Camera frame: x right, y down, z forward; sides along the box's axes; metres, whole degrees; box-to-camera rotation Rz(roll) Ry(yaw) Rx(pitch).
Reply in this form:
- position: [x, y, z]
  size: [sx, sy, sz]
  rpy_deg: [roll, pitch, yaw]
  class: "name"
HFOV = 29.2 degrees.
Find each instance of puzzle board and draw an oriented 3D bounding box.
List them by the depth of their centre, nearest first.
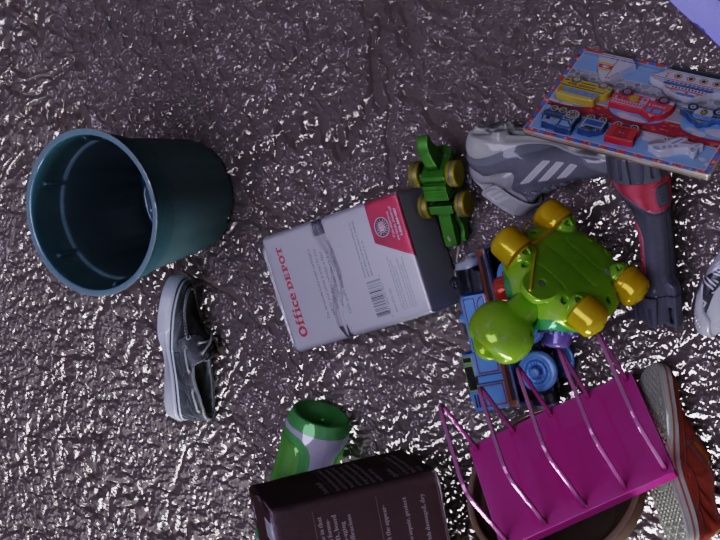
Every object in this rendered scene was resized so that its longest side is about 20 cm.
- position: [0.288, -0.167, 1.416]
  size: [0.200, 0.151, 0.017]
  rpy_deg: [18, 142, 26]
  class: "puzzle board"

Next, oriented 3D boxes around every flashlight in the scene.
- position: [0.298, -0.040, 1.447]
  size: [0.068, 0.068, 0.200]
  rpy_deg: [-3, 119, 15]
  class: "flashlight"

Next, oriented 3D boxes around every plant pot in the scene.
- position: [0.226, 0.254, 1.525]
  size: [0.200, 0.093, 0.201]
  rpy_deg: [-18, 47, 20]
  class: "plant pot"
- position: [-0.272, -0.082, 1.717]
  size: [0.200, 0.196, 0.201]
  rpy_deg: [6, 102, 30]
  class: "plant pot"

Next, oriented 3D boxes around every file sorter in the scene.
- position: [0.200, 0.174, 1.451]
  size: [0.200, 0.125, 0.139]
  rpy_deg: [-27, 45, 11]
  class: "file sorter"

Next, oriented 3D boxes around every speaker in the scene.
- position: [-0.074, 0.267, 1.730]
  size: [0.088, 0.088, 0.200]
  rpy_deg: [24, 110, 24]
  class: "speaker"

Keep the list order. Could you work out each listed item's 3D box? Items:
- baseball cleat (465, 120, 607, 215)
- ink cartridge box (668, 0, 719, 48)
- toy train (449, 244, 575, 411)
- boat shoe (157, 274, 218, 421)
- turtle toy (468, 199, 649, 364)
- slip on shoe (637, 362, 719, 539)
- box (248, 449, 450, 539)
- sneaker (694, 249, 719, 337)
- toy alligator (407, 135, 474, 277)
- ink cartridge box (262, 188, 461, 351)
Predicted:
- position: [0.211, -0.109, 1.521]
  size: [0.200, 0.070, 0.107]
  rpy_deg: [13, 121, 30]
  class: "baseball cleat"
- position: [0.432, -0.283, 1.363]
  size: [0.198, 0.047, 0.200]
  rpy_deg: [46, 113, 14]
  class: "ink cartridge box"
- position: [0.165, 0.061, 1.552]
  size: [0.114, 0.087, 0.200]
  rpy_deg: [-12, 93, 29]
  class: "toy train"
- position: [-0.216, 0.102, 1.801]
  size: [0.071, 0.072, 0.200]
  rpy_deg: [6, 112, 20]
  class: "boat shoe"
- position: [0.190, 0.025, 1.425]
  size: [0.146, 0.200, 0.101]
  rpy_deg: [44, 139, 18]
  class: "turtle toy"
- position: [0.344, 0.197, 1.495]
  size: [0.074, 0.061, 0.200]
  rpy_deg: [145, 115, -65]
  class: "slip on shoe"
- position: [-0.008, 0.318, 1.606]
  size: [0.200, 0.166, 0.165]
  rpy_deg: [-12, 94, -11]
  class: "box"
- position: [0.423, -0.001, 1.400]
  size: [0.115, 0.075, 0.200]
  rpy_deg: [33, 110, 24]
  class: "sneaker"
- position: [0.104, -0.075, 1.585]
  size: [0.059, 0.054, 0.200]
  rpy_deg: [-1, 123, 31]
  class: "toy alligator"
- position: [0.000, 0.000, 1.640]
  size: [0.200, 0.083, 0.146]
  rpy_deg: [-18, 89, 32]
  class: "ink cartridge box"
